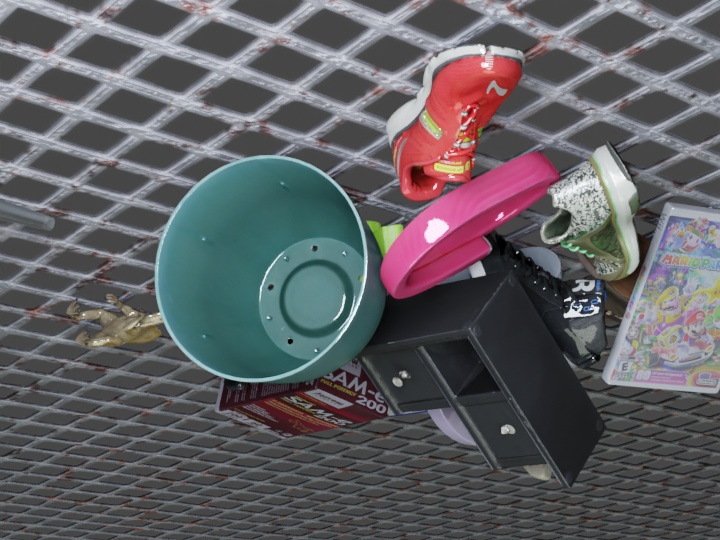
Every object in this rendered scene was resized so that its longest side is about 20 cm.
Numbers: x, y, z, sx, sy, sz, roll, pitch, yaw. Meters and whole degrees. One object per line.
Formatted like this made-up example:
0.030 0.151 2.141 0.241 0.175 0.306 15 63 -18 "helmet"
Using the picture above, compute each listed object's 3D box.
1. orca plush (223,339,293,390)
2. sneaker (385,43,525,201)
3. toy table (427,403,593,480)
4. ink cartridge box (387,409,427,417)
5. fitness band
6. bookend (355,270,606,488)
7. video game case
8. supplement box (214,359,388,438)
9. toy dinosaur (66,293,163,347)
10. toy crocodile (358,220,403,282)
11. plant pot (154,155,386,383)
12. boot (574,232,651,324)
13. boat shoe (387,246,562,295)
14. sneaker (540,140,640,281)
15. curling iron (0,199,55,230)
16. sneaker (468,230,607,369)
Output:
-0.124 0.078 1.638 0.071 0.105 0.200 51 161 -18 "orca plush"
0.081 -0.115 1.180 0.077 0.085 0.200 2 158 -17 "sneaker"
0.168 0.135 1.618 0.117 0.185 0.200 1 176 35 "toy table"
0.034 0.100 1.682 0.094 0.037 0.200 -11 136 25 "ink cartridge box"
0.097 -0.040 1.304 0.200 0.037 0.144 -28 166 -35 "fitness band"
0.104 0.117 1.449 0.200 0.092 0.199 -11 119 45 "bookend"
0.341 0.032 1.495 0.143 0.018 0.201 6 113 -24 "video game case"
-0.067 0.141 1.687 0.109 0.061 0.200 26 152 -32 "supplement box"
-0.274 0.068 1.612 0.199 0.058 0.101 -20 154 35 "toy dinosaur"
0.000 0.000 1.476 0.061 0.068 0.200 0 161 -26 "toy crocodile"
-0.066 0.013 1.340 0.200 0.202 0.161 -10 166 15 "plant pot"
0.272 0.017 1.562 0.200 0.070 0.146 30 162 -21 "boot"
0.115 0.024 1.542 0.198 0.074 0.068 -13 143 -1 "boat shoe"
0.209 -0.046 1.367 0.088 0.077 0.200 -19 149 1 "sneaker"
-0.373 -0.060 1.320 0.199 0.026 0.050 8 118 -34 "curling iron"
0.182 0.011 1.448 0.111 0.073 0.200 -22 113 18 "sneaker"
